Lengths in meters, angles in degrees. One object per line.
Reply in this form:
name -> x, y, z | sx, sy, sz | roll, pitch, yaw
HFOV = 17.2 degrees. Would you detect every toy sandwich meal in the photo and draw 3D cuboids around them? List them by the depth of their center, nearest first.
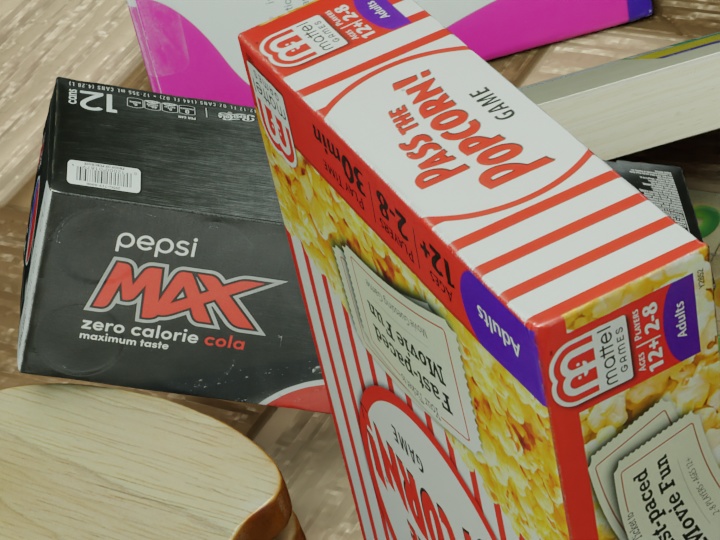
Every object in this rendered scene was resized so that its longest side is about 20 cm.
toy sandwich meal -> -0.091, 0.118, 0.651 | 0.203, 0.071, 0.206 | -8, 37, 6

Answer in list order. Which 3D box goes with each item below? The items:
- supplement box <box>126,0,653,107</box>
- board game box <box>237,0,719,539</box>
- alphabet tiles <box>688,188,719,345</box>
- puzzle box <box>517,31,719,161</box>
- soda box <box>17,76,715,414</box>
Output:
supplement box -> 0.001, -0.138, 0.935 | 0.199, 0.102, 0.104 | -16, 36, -5
board game box -> 0.039, 0.046, 0.599 | 0.046, 0.201, 0.152 | -24, 37, -15
alphabet tiles -> 0.128, 0.031, 0.754 | 0.199, 0.006, 0.167 | 9, 41, 27
puzzle box -> 0.087, -0.056, 0.813 | 0.199, 0.026, 0.133 | -16, 5, -3
soda box -> 0.000, 0.000, 0.713 | 0.198, 0.071, 0.064 | 8, 34, -10
